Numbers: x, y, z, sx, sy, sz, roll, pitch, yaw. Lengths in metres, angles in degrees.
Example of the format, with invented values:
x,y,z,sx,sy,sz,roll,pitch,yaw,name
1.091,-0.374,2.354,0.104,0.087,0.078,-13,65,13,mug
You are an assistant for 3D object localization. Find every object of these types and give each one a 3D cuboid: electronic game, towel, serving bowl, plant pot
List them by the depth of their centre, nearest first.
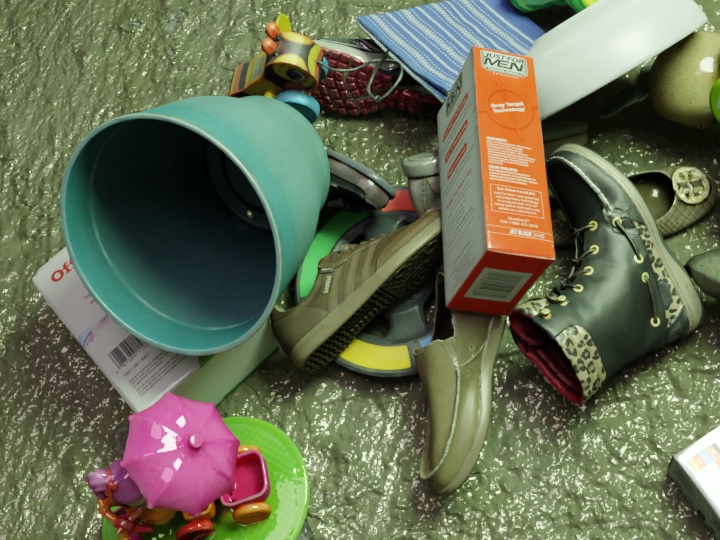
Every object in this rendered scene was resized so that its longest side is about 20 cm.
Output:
x,y,z,sx,sy,sz,roll,pitch,yaw,name
-0.121,-0.060,0.834,0.197,0.203,0.188,11,27,17,plant pot
0.212,-0.205,0.894,0.199,0.200,0.066,-32,95,-5,serving bowl
0.033,0.008,0.927,0.197,0.042,0.203,-5,62,10,electronic game
0.112,-0.237,0.994,0.198,0.024,0.145,-21,55,-35,towel

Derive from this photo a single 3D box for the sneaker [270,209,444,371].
x,y,z,sx,sy,sz,roll,pitch,yaw,name
0.000,0.000,0.876,0.199,0.071,0.076,-41,65,-2,sneaker

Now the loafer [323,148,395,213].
x,y,z,sx,sy,sz,roll,pitch,yaw,name
-0.043,-0.083,0.957,0.199,0.072,0.063,26,80,48,loafer

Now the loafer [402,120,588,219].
x,y,z,sx,sy,sz,roll,pitch,yaw,name
0.134,-0.098,0.943,0.197,0.064,0.072,-15,15,-19,loafer

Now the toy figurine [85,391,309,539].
x,y,z,sx,sy,sz,roll,pitch,yaw,name
-0.158,0.172,0.802,0.197,0.185,0.152,-16,61,4,toy figurine

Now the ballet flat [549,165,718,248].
x,y,z,sx,sy,sz,roll,pitch,yaw,name
0.239,-0.062,0.916,0.197,0.046,0.068,-10,62,7,ballet flat

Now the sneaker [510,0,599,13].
x,y,z,sx,sy,sz,roll,pitch,yaw,name
0.203,-0.302,1.018,0.084,0.073,0.201,-62,31,25,sneaker

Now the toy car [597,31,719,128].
x,y,z,sx,sy,sz,roll,pitch,yaw,name
0.329,-0.160,0.912,0.164,0.159,0.199,-38,34,-30,toy car

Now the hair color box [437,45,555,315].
x,y,z,sx,sy,sz,roll,pitch,yaw,name
0.109,-0.076,0.815,0.060,0.102,0.203,7,61,-13,hair color box

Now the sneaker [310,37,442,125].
x,y,z,sx,sy,sz,roll,pitch,yaw,name
0.025,-0.210,1.026,0.197,0.081,0.075,11,50,7,sneaker

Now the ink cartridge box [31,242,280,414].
x,y,z,sx,sy,sz,roll,pitch,yaw,name
-0.197,0.040,0.934,0.145,0.084,0.200,-41,63,-11,ink cartridge box

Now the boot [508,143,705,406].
x,y,z,sx,sy,sz,roll,pitch,yaw,name
0.189,0.003,0.837,0.150,0.073,0.201,-33,88,-22,boot

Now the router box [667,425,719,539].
x,y,z,sx,sy,sz,roll,pitch,yaw,name
0.375,0.187,0.758,0.178,0.049,0.201,-30,61,-4,router box

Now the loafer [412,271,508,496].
x,y,z,sx,sy,sz,roll,pitch,yaw,name
0.077,0.090,0.837,0.067,0.076,0.203,16,75,-11,loafer

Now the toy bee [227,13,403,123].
x,y,z,sx,sy,sz,roll,pitch,yaw,name
-0.072,-0.203,0.953,0.199,0.108,0.132,-29,51,29,toy bee

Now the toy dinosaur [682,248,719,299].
x,y,z,sx,sy,sz,roll,pitch,yaw,name
0.331,0.008,0.819,0.200,0.101,0.078,43,122,41,toy dinosaur
